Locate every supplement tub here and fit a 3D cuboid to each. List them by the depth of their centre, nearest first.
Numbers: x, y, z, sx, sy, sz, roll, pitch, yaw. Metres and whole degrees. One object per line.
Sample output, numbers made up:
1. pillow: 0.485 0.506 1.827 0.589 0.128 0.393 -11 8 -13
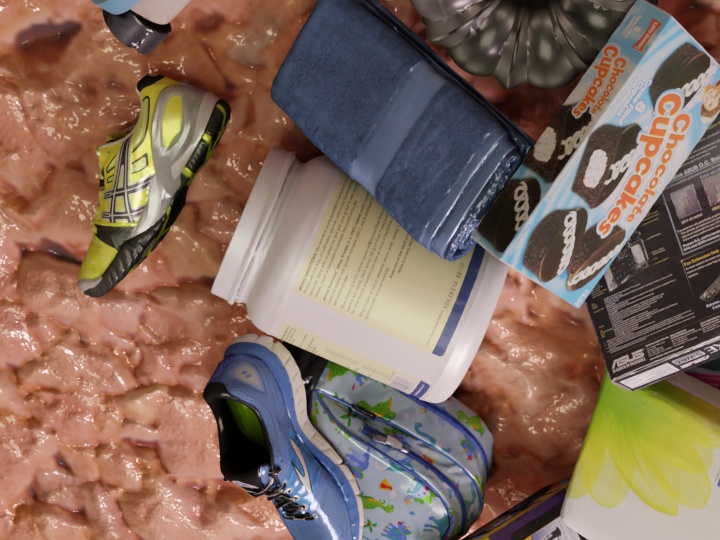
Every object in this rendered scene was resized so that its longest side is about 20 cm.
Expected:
1. supplement tub: 0.000 0.000 1.249 0.199 0.145 0.146 23 121 -3

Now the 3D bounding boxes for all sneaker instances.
1. sneaker: -0.068 0.154 1.253 0.078 0.089 0.201 -15 109 38
2. sneaker: -0.177 -0.068 1.293 0.076 0.075 0.201 33 110 -1

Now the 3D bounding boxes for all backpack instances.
1. backpack: 0.012 0.149 1.345 0.199 0.154 0.164 20 131 -17

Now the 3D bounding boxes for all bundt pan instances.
1. bundt pan: 0.119 -0.214 1.144 0.200 0.076 0.203 5 121 9

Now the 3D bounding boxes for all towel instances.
1. towel: 0.028 -0.107 1.182 0.200 0.048 0.112 44 113 20

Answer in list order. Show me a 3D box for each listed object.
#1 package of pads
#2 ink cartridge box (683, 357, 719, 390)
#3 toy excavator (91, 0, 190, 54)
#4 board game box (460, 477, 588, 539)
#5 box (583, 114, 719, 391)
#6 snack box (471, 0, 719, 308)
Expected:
1. package of pads: 0.263 0.174 1.269 0.199 0.068 0.155 30 120 28
2. ink cartridge box: 0.305 0.020 1.266 0.118 0.042 0.201 4 119 8
3. toy excavator: -0.197 -0.278 1.142 0.100 0.195 0.199 -38 135 27
4. board game box: 0.160 0.290 1.327 0.057 0.165 0.201 -27 85 46
5. box: 0.253 -0.022 1.189 0.199 0.159 0.050 -25 156 22
6. snack box: 0.174 -0.079 1.150 0.116 0.037 0.201 28 99 -50
